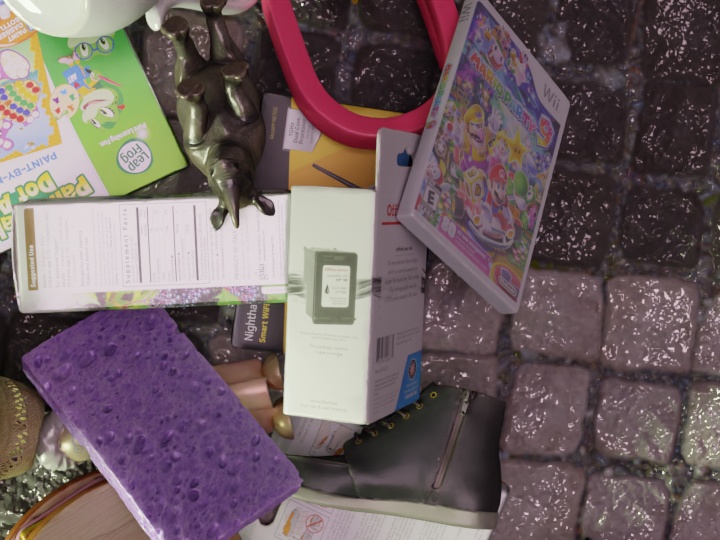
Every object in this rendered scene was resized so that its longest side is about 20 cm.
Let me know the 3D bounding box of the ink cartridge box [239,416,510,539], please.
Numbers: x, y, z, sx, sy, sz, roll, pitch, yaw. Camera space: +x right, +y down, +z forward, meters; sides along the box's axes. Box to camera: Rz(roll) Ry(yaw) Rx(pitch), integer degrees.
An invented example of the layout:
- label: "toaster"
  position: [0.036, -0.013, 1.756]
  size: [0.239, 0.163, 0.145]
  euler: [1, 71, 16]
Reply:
- label: "ink cartridge box"
  position: [0.003, 0.214, 0.924]
  size: [0.199, 0.050, 0.163]
  euler: [24, 91, 9]

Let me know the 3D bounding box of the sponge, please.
- label: "sponge"
  position: [-0.147, 0.113, 0.815]
  size: [0.111, 0.030, 0.200]
  euler: [-32, 71, -31]

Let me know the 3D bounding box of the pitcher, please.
- label: "pitcher"
  position: [-0.157, -0.232, 0.796]
  size: [0.172, 0.121, 0.200]
  euler: [52, 45, -20]

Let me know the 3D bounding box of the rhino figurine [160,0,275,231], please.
- label: "rhino figurine"
  position: [-0.095, -0.100, 0.760]
  size: [0.059, 0.201, 0.088]
  euler: [-12, 138, -5]

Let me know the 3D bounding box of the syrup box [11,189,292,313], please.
- label: "syrup box"
  position: [-0.146, -0.016, 0.810]
  size: [0.199, 0.079, 0.082]
  euler: [-3, 96, -5]

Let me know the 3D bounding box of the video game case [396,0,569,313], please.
- label: "video game case"
  position: [0.100, -0.088, 0.843]
  size: [0.143, 0.018, 0.201]
  euler: [39, 58, -38]

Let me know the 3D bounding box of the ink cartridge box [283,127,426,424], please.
- label: "ink cartridge box"
  position: [0.000, 0.000, 0.800]
  size: [0.066, 0.116, 0.201]
  euler: [4, 94, 22]

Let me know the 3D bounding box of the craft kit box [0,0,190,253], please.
- label: "craft kit box"
  position: [-0.262, -0.128, 0.851]
  size: [0.199, 0.049, 0.198]
  euler: [-26, 100, -5]

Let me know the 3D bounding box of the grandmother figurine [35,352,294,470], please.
- label: "grandmother figurine"
  position: [-0.159, 0.113, 0.875]
  size: [0.199, 0.061, 0.122]
  euler: [-13, 82, -9]

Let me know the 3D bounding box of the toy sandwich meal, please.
- label: "toy sandwich meal"
  position: [-0.164, 0.243, 0.820]
  size: [0.204, 0.070, 0.207]
  euler: [5, 76, -21]

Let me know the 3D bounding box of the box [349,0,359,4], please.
- label: "box"
  position: [-0.046, -0.309, 0.783]
  size: [0.049, 0.160, 0.200]
  euler: [-41, 83, -15]

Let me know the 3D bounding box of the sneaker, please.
- label: "sneaker"
  position: [0.014, 0.136, 0.872]
  size: [0.199, 0.075, 0.107]
  euler: [8, 81, 1]

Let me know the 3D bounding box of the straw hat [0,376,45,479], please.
- label: "straw hat"
  position: [-0.283, 0.117, 0.824]
  size: [0.085, 0.200, 0.202]
  euler: [11, 93, -42]

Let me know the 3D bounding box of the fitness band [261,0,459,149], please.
- label: "fitness band"
  position: [0.002, -0.190, 0.859]
  size: [0.143, 0.037, 0.201]
  euler: [-17, 78, -11]

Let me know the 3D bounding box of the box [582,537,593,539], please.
- label: "box"
  position: [0.186, 0.365, 0.921]
  size: [0.183, 0.105, 0.201]
  euler: [-34, 97, -5]

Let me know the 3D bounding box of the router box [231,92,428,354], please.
- label: "router box"
  position: [-0.019, -0.031, 0.887]
  size: [0.148, 0.051, 0.201]
  euler: [7, 93, -7]
